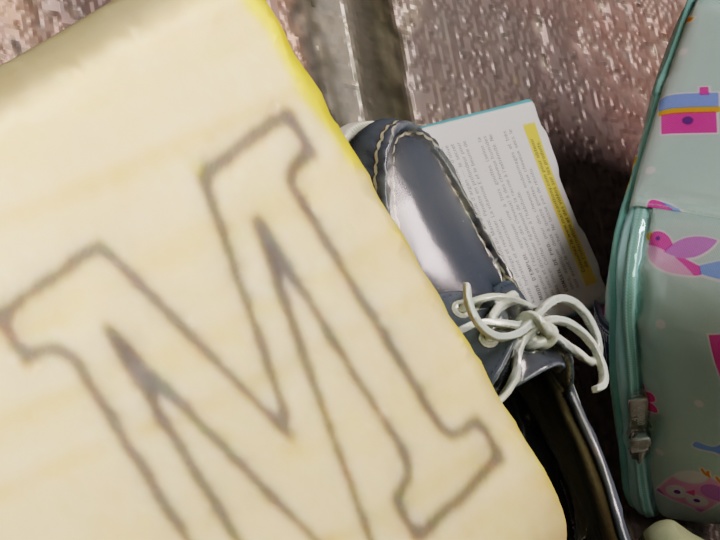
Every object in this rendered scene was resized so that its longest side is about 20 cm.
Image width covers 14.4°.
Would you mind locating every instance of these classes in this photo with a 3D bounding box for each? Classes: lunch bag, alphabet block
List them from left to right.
[{"bbox_3d":[-0.100,0.062,0.748,0.200,0.195,0.197,-37,100,-47],"label":"alphabet block"},{"bbox_3d":[0.144,-0.005,1.078,0.161,0.077,0.200,82,23,-49],"label":"lunch bag"}]

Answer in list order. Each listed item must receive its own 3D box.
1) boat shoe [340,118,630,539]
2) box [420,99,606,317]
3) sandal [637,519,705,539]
[{"bbox_3d":[0.043,0.041,0.930,0.075,0.062,0.201,-10,82,-45],"label":"boat shoe"},{"bbox_3d":[0.000,0.000,0.988,0.200,0.049,0.083,-16,83,-49],"label":"box"},{"bbox_3d":[0.182,0.126,1.042,0.201,0.057,0.080,25,12,-42],"label":"sandal"}]
